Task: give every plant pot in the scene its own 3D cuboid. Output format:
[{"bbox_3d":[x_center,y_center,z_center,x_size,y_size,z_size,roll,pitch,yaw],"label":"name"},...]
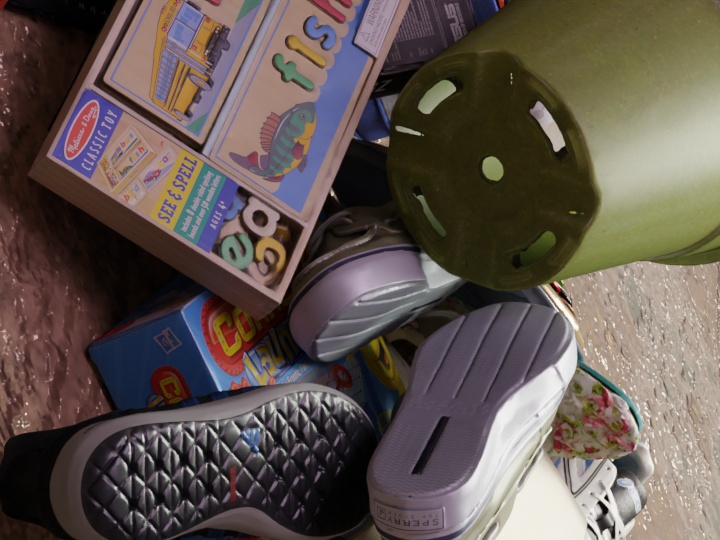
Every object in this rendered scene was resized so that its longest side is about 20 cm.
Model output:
[{"bbox_3d":[0.112,-0.074,1.178,0.190,0.199,0.201,-25,93,-50],"label":"plant pot"}]

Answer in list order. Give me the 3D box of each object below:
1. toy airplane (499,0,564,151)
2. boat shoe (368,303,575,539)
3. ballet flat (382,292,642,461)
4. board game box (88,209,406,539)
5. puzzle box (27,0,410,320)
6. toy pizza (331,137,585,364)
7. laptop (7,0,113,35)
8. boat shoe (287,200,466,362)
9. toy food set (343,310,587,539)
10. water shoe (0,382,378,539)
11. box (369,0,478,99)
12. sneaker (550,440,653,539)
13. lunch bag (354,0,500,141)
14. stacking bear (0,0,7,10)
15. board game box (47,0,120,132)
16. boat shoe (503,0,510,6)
[{"bbox_3d":[0.126,-0.128,1.503,0.201,0.198,0.141,62,14,-19],"label":"toy airplane"},{"bbox_3d":[0.051,0.081,1.078,0.200,0.072,0.062,-49,142,-54],"label":"boat shoe"},{"bbox_3d":[0.070,0.065,1.286,0.064,0.200,0.076,-36,133,-24],"label":"ballet flat"},{"bbox_3d":[-0.035,0.086,1.158,0.197,0.056,0.200,65,24,-9],"label":"board game box"},{"bbox_3d":[-0.064,-0.092,1.103,0.133,0.025,0.201,32,57,-16],"label":"puzzle box"},{"bbox_3d":[0.060,-0.010,1.318,0.200,0.032,0.200,42,-13,12],"label":"toy pizza"},{"bbox_3d":[-0.104,-0.216,1.187,0.200,0.103,0.178,14,62,-62],"label":"laptop"},{"bbox_3d":[0.000,0.000,1.170,0.062,0.072,0.200,52,15,8],"label":"boat shoe"},{"bbox_3d":[0.043,0.133,1.162,0.144,0.060,0.200,58,34,-24],"label":"toy food set"},{"bbox_3d":[-0.072,0.083,1.010,0.199,0.079,0.072,5,88,-50],"label":"water shoe"},{"bbox_3d":[-0.034,-0.191,1.276,0.044,0.159,0.201,133,-59,-70],"label":"box"},{"bbox_3d":[0.141,0.159,1.459,0.072,0.072,0.200,64,25,-14],"label":"sneaker"},{"bbox_3d":[0.014,-0.171,1.387,0.136,0.131,0.201,46,28,-78],"label":"lunch bag"},{"bbox_3d":[-0.189,-0.196,0.999,0.121,0.113,0.201,54,32,-75],"label":"stacking bear"},{"bbox_3d":[-0.060,-0.115,1.150,0.135,0.028,0.201,32,56,-16],"label":"board game box"},{"bbox_3d":[0.109,-0.186,1.368,0.070,0.071,0.201,33,34,-78],"label":"boat shoe"}]
